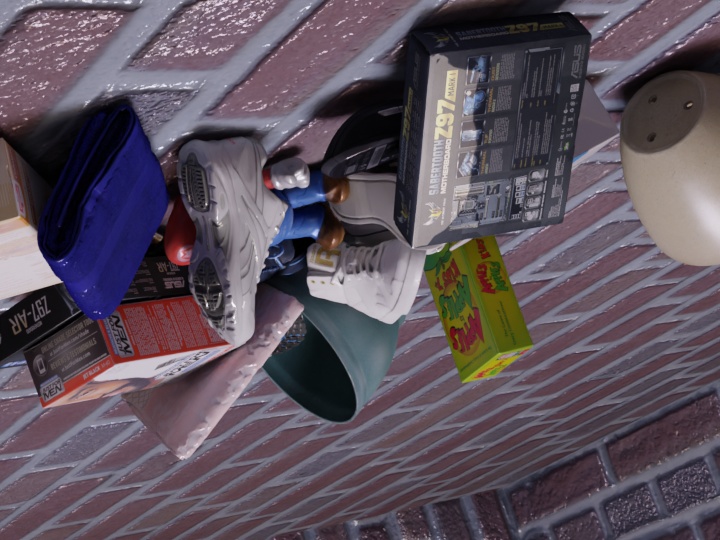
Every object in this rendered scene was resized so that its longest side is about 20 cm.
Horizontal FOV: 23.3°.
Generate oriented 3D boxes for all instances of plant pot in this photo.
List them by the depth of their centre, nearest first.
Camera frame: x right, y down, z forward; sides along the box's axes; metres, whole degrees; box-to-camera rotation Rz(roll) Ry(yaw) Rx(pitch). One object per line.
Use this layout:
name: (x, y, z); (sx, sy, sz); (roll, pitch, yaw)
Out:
plant pot: (-0.033, 0.055, 1.996); (0.134, 0.200, 0.200); (-41, 176, -27)

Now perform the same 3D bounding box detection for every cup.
cup: (0.350, -0.126, 1.820); (0.199, 0.201, 0.143); (-27, 136, 27)

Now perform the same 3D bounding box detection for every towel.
towel: (-0.225, -0.048, 1.515); (0.049, 0.148, 0.200); (23, 165, 10)
towel: (-0.162, 0.090, 1.855); (0.201, 0.032, 0.191); (-53, -151, -6)

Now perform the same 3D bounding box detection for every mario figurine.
mario figurine: (-0.096, -0.037, 1.695); (0.199, 0.124, 0.106); (-14, -179, -32)

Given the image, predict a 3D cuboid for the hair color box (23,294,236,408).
hair color box: (-0.220, 0.077, 1.728); (0.111, 0.064, 0.199); (-30, 166, 33)

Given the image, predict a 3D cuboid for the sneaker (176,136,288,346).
sneaker: (-0.105, -0.029, 1.609); (0.099, 0.202, 0.078); (-18, -154, -34)

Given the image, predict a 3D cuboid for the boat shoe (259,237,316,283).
boat shoe: (-0.102, -0.032, 1.812); (0.068, 0.084, 0.200); (-36, 175, 28)

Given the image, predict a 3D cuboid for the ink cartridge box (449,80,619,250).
ink cartridge box: (0.159, -0.105, 1.793); (0.115, 0.067, 0.200); (-29, 174, -36)

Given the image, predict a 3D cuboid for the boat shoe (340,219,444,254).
boat shoe: (0.063, -0.051, 1.805); (0.070, 0.071, 0.199); (42, 149, -26)

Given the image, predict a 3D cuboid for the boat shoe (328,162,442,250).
boat shoe: (0.042, -0.069, 1.716); (0.060, 0.074, 0.199); (-21, -162, -29)

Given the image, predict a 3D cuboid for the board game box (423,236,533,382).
board game box: (0.121, 0.012, 1.952); (0.047, 0.201, 0.102); (-10, 163, -26)

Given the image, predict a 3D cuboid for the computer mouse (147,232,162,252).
computer mouse: (-0.251, -0.020, 1.703); (0.139, 0.046, 0.200); (-9, 162, -27)

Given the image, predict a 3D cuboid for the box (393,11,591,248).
box: (0.115, -0.124, 1.558); (0.157, 0.051, 0.201); (-11, 126, -20)

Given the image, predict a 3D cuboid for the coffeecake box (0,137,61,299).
coffeecake box: (-0.341, -0.031, 1.500); (0.152, 0.074, 0.200); (-15, 165, 3)

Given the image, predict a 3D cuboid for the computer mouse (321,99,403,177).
computer mouse: (0.048, -0.135, 1.646); (0.199, 0.046, 0.140); (-21, 170, -8)

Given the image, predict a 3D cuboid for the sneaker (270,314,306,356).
sneaker: (-0.134, 0.059, 1.935); (0.075, 0.087, 0.199); (2, 163, -38)

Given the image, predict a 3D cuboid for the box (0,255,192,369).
box: (-0.261, 0.039, 1.749); (0.160, 0.044, 0.200); (-30, 167, 29)

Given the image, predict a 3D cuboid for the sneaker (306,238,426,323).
sneaker: (0.000, 0.000, 1.792); (0.115, 0.074, 0.200); (18, 160, -6)
